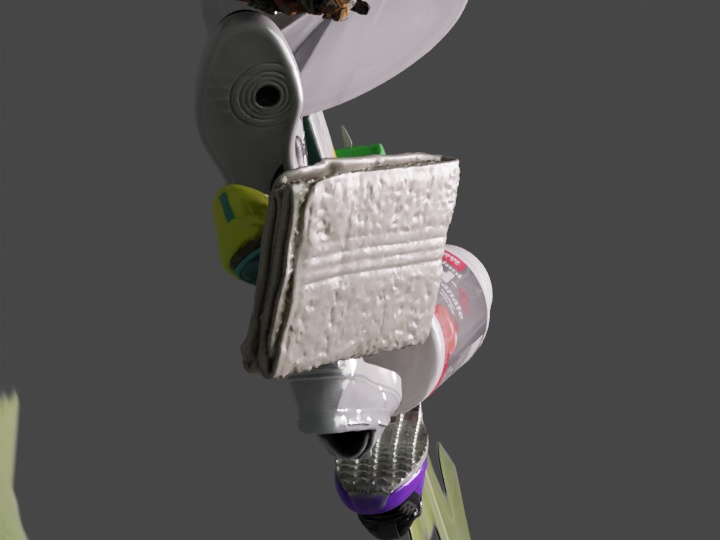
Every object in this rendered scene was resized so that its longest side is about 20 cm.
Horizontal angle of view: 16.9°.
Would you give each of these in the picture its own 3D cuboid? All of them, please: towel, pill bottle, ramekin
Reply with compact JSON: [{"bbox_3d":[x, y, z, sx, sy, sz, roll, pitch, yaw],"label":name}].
[{"bbox_3d":[-0.005,-0.006,1.542,0.200,0.034,0.133,-8,113,-56],"label":"towel"},{"bbox_3d":[0.040,0.040,1.936,0.200,0.111,0.111,-35,110,-67],"label":"pill bottle"},{"bbox_3d":[-0.028,-0.204,1.814,0.094,0.202,0.202,62,1,17],"label":"ramekin"}]

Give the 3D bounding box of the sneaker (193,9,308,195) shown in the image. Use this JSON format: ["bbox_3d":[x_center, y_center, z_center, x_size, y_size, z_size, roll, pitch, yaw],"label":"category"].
[{"bbox_3d":[-0.077,-0.110,1.648,0.112,0.073,0.200,-106,-174,-51],"label":"sneaker"}]

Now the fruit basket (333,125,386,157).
[{"bbox_3d":[0.012,-0.009,2.242,0.185,0.094,0.200,-99,176,-58],"label":"fruit basket"}]

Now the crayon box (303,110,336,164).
[{"bbox_3d":[-0.038,-0.057,2.030,0.126,0.051,0.200,-96,169,-65],"label":"crayon box"}]

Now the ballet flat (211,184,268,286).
[{"bbox_3d":[-0.039,-0.008,1.590,0.067,0.067,0.200,59,12,29],"label":"ballet flat"}]

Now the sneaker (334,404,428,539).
[{"bbox_3d":[0.021,0.167,1.867,0.200,0.069,0.100,-69,158,-74],"label":"sneaker"}]

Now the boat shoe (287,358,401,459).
[{"bbox_3d":[-0.010,0.101,1.724,0.200,0.072,0.069,65,24,-79],"label":"boat shoe"}]

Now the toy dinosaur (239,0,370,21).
[{"bbox_3d":[-0.065,-0.200,1.573,0.200,0.136,0.102,-9,-123,63],"label":"toy dinosaur"}]
